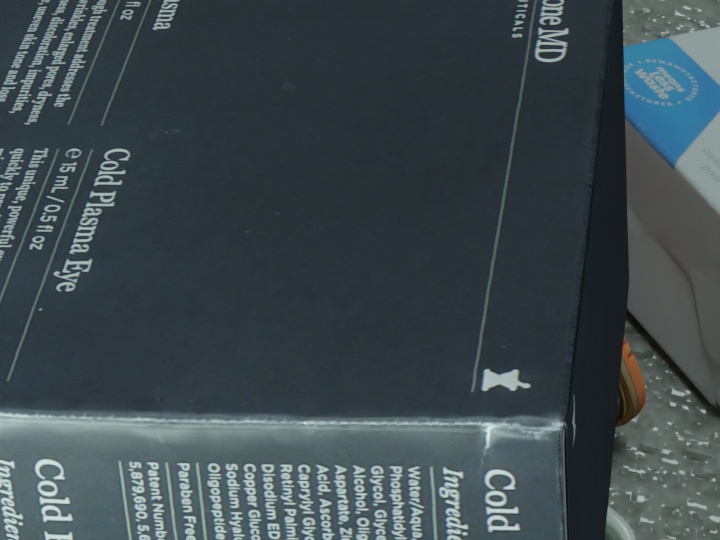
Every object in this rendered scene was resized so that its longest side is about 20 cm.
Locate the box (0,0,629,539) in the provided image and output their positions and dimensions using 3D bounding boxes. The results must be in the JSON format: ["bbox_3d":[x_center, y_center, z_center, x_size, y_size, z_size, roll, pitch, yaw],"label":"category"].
[{"bbox_3d":[-0.034,0.014,0.670,0.182,0.104,0.200,1,35,9],"label":"box"}]

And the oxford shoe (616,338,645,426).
[{"bbox_3d":[0.000,0.000,0.898,0.200,0.071,0.073,38,67,-16],"label":"oxford shoe"}]

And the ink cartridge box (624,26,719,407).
[{"bbox_3d":[0.176,-0.034,1.012,0.200,0.067,0.116,-14,45,-28],"label":"ink cartridge box"}]

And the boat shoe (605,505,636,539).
[{"bbox_3d":[-0.024,0.053,0.766,0.200,0.066,0.072,25,54,1],"label":"boat shoe"}]
